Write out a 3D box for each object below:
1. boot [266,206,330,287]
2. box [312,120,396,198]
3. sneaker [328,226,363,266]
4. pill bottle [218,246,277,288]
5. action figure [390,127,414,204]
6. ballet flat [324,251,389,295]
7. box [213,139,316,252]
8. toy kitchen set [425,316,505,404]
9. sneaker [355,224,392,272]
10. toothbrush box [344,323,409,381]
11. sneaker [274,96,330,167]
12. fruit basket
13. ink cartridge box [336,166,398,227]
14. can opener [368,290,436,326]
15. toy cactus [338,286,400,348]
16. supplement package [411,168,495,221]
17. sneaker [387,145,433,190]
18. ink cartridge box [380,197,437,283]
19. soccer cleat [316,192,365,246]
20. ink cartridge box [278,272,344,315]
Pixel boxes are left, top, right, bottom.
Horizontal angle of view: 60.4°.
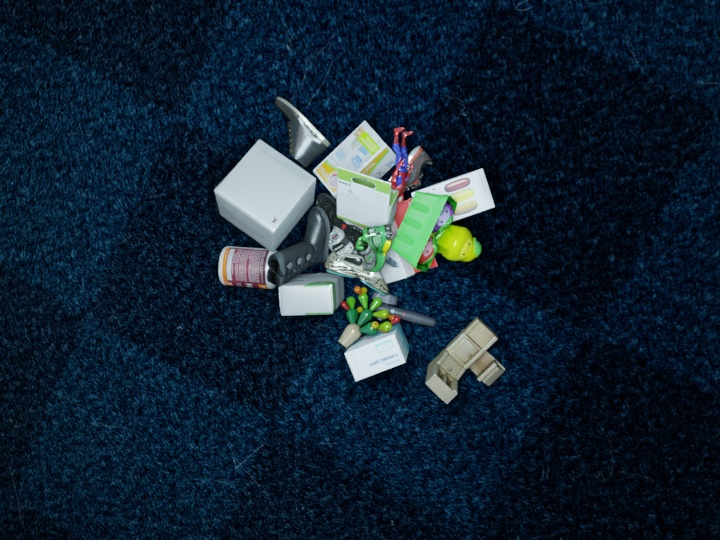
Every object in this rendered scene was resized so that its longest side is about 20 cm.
[{"bbox_3d":[-0.169,-0.066,1.645,0.066,0.200,0.165,15,120,38],"label":"boot"},{"bbox_3d":[-0.012,-0.288,1.696,0.200,0.101,0.113,-42,64,9],"label":"box"},{"bbox_3d":[-0.067,-0.082,1.746,0.074,0.089,0.200,-44,90,7],"label":"sneaker"},{"bbox_3d":[-0.294,-0.007,1.767,0.199,0.114,0.115,5,95,8],"label":"pill bottle"},{"bbox_3d":[0.110,-0.276,1.647,0.052,0.065,0.201,4,88,35],"label":"action figure"},{"bbox_3d":[0.000,0.000,1.725,0.199,0.068,0.076,23,99,-3],"label":"ballet flat"},{"bbox_3d":[-0.257,-0.201,1.688,0.199,0.171,0.200,35,73,4],"label":"box"},{"bbox_3d":[0.306,0.267,1.676,0.163,0.180,0.200,43,103,1],"label":"toy kitchen set"},{"bbox_3d":[0.026,-0.061,1.616,0.085,0.200,0.078,2,60,-8],"label":"sneaker"},{"bbox_3d":[0.050,0.220,1.697,0.146,0.200,0.086,-22,92,10],"label":"toothbrush box"},{"bbox_3d":[-0.190,-0.390,1.740,0.200,0.075,0.106,45,96,1],"label":"sneaker"},{"bbox_3d":[0.208,-0.084,1.577,0.215,0.155,0.217,-1,86,19],"label":"fruit basket"},{"bbox_3d":[0.019,-0.198,1.573,0.147,0.200,0.076,20,58,11],"label":"ink cartridge box"},{"bbox_3d":[0.118,0.120,1.748,0.199,0.063,0.079,19,96,6],"label":"can opener"},{"bbox_3d":[0.002,0.136,1.674,0.200,0.102,0.165,33,78,38],"label":"toy cactus"},{"bbox_3d":[0.251,-0.191,1.682,0.199,0.110,0.114,-19,93,9],"label":"supplement package"},{"bbox_3d":[0.126,-0.247,1.714,0.082,0.077,0.200,38,99,-3],"label":"sneaker"},{"bbox_3d":[0.102,-0.078,1.695,0.176,0.045,0.201,-19,92,49],"label":"ink cartridge box"},{"bbox_3d":[-0.040,-0.140,1.707,0.200,0.073,0.068,43,118,12],"label":"soccer cleat"},{"bbox_3d":[-0.129,0.062,1.709,0.145,0.200,0.085,-2,98,8],"label":"ink cartridge box"}]
